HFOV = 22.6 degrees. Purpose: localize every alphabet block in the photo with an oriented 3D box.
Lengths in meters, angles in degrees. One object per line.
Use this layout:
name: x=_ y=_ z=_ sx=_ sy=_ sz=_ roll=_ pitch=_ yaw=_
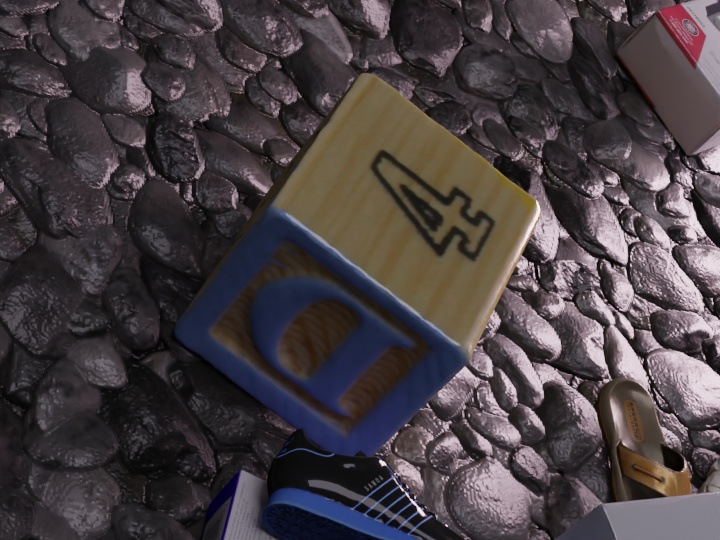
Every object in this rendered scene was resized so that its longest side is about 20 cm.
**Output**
alphabet block: x=0.000 y=0.000 z=1.470 sx=0.196 sy=0.195 sz=0.200 roll=38 pitch=43 yaw=-7

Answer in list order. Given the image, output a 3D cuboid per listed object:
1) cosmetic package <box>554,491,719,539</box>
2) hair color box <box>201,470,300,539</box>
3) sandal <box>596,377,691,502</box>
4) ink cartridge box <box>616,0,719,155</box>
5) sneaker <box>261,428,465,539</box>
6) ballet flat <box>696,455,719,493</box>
cosmetic package: x=0.224 y=0.270 z=1.413 sx=0.199 sy=0.199 sz=0.124 roll=-2 pitch=59 yaw=-36
hair color box: x=-0.027 y=0.245 z=1.354 sx=0.199 sy=0.065 sz=0.110 roll=27 pitch=45 yaw=-14
sandal: x=0.265 y=0.178 z=1.618 sx=0.080 sy=0.054 sz=0.201 roll=9 pitch=53 yaw=-30
ink cartridge box: x=0.402 y=-0.227 z=2.004 sx=0.199 sy=0.086 sz=0.148 roll=-22 pitch=72 yaw=-42
sneaker: x=0.023 y=0.184 z=1.344 sx=0.199 sy=0.070 sz=0.078 roll=27 pitch=49 yaw=-16
ballet flat: x=0.337 y=0.227 z=1.630 sx=0.069 sy=0.069 sz=0.201 roll=19 pitch=50 yaw=-22
